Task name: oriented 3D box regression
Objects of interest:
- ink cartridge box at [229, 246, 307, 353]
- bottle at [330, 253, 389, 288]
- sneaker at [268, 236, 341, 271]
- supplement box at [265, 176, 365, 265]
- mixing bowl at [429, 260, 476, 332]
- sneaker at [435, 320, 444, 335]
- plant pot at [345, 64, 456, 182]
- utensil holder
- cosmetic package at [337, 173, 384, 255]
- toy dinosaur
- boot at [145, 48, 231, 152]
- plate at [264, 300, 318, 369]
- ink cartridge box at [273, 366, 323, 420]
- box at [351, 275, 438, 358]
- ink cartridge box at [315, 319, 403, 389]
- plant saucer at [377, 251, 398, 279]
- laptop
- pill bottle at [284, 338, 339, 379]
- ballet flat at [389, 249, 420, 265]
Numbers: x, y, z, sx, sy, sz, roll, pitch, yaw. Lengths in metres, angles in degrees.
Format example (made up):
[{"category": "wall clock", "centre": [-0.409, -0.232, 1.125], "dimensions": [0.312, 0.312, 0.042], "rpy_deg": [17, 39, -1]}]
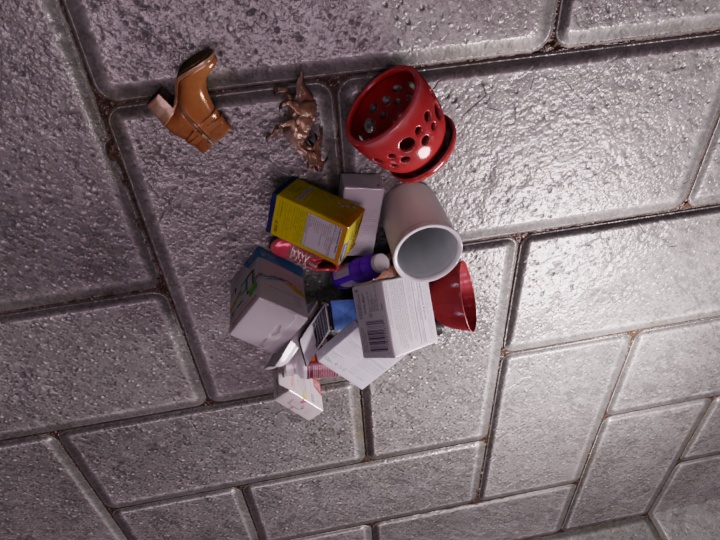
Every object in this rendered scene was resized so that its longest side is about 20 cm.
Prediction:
[{"category": "ink cartridge box", "centre": [-0.239, 0.077, 1.420], "dimensions": [0.145, 0.201, 0.147], "rpy_deg": [28, 118, -30]}, {"category": "bottle", "centre": [0.000, 0.000, 1.432], "dimensions": [0.083, 0.066, 0.199], "rpy_deg": [-9, 173, -33]}, {"category": "sneaker", "centre": [-0.136, -0.043, 1.420], "dimensions": [0.197, 0.087, 0.074], "rpy_deg": [9, 125, -19]}, {"category": "supplement box", "centre": [-0.106, -0.119, 1.296], "dimensions": [0.198, 0.110, 0.110], "rpy_deg": [25, 126, 9]}, {"category": "mixing bowl", "centre": [0.254, 0.078, 1.555], "dimensions": [0.107, 0.202, 0.201], "rpy_deg": [-8, 133, 21]}, {"category": "sneaker", "centre": [0.151, 0.179, 1.573], "dimensions": [0.197, 0.082, 0.074], "rpy_deg": [1, 129, -14]}, {"category": "plant pot", "centre": [0.092, -0.302, 1.192], "dimensions": [0.200, 0.202, 0.182], "rpy_deg": [-36, 134, 18]}, {"category": "utensil holder", "centre": [0.141, -0.100, 1.361], "dimensions": [0.167, 0.201, 0.172], "rpy_deg": [-6, 131, -7]}, {"category": "cosmetic package", "centre": [-0.009, -0.137, 1.381], "dimensions": [0.100, 0.072, 0.202], "rpy_deg": [0, 129, -13]}, {"category": "toy dinosaur", "centre": [-0.124, -0.327, 1.201], "dimensions": [0.134, 0.086, 0.203], "rpy_deg": [2, 113, -27]}, {"category": "boot", "centre": [-0.324, -0.347, 1.144], "dimensions": [0.199, 0.074, 0.154], "rpy_deg": [-29, 129, 27]}, {"category": "plate", "centre": [-0.179, 0.183, 1.481], "dimensions": [0.032, 0.201, 0.199], "rpy_deg": [35, 159, -7]}, {"category": "ink cartridge box", "centre": [-0.208, 0.367, 1.719], "dimensions": [0.067, 0.117, 0.200], "rpy_deg": [-35, 126, 17]}, {"category": "box", "centre": [0.089, 0.109, 1.387], "dimensions": [0.104, 0.187, 0.199], "rpy_deg": [-10, 179, 40]}, {"category": "ink cartridge box", "centre": [0.013, 0.216, 1.496], "dimensions": [0.199, 0.043, 0.196], "rpy_deg": [-40, 128, 12]}, {"category": "plant saucer", "centre": [0.103, 0.030, 1.529], "dimensions": [0.198, 0.037, 0.203], "rpy_deg": [-12, 118, -25]}, {"category": "laptop", "centre": [-0.058, 0.166, 1.468], "dimensions": [0.115, 0.201, 0.188], "rpy_deg": [26, 154, 15]}, {"category": "pill bottle", "centre": [-0.128, 0.266, 1.655], "dimensions": [0.197, 0.114, 0.114], "rpy_deg": [-4, 130, -10]}, {"category": "ballet flat", "centre": [0.173, -0.030, 1.469], "dimensions": [0.198, 0.069, 0.068], "rpy_deg": [-19, 167, -22]}]
